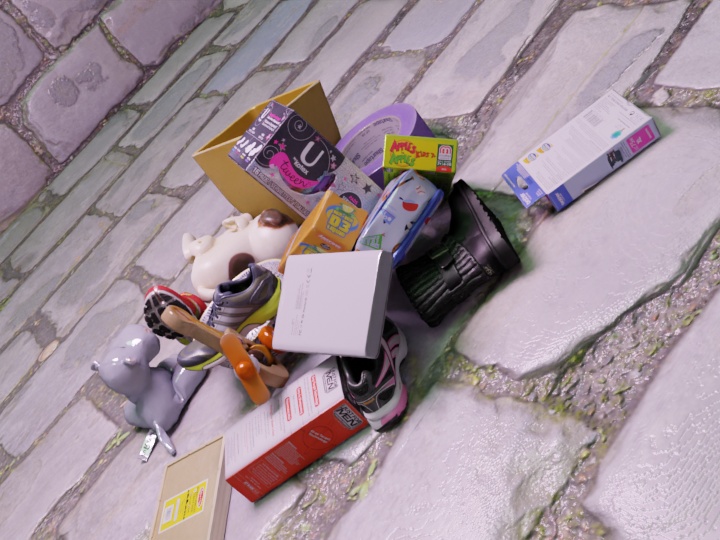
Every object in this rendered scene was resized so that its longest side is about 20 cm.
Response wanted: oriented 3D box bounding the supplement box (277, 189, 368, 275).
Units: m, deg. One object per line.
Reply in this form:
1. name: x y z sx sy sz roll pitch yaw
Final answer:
1. supplement box: -0.057 -0.039 1.272 0.069 0.066 0.200 -65 9 -26

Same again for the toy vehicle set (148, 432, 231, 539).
1. toy vehicle set: -0.237 0.332 1.254 0.123 0.027 0.201 -29 32 22

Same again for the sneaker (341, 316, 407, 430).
1. sneaker: 0.013 0.109 1.185 0.080 0.087 0.201 -33 30 12

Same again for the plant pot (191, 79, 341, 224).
1. plant pot: -0.141 -0.190 1.621 0.193 0.201 0.196 -11 27 42

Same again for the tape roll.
1. tape roll: 0.037 -0.188 1.541 0.199 0.085 0.201 -29 33 21

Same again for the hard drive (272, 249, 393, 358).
1. hard drive: -0.040 0.043 1.173 0.199 0.026 0.134 -2 76 50

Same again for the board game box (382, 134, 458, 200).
1. board game box: 0.085 -0.148 1.313 0.200 0.100 0.048 71 -155 -83

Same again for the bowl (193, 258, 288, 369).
1. bowl: -0.158 0.089 1.406 0.200 0.094 0.202 -30 31 21

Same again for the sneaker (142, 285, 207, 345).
1. sneaker: -0.297 0.069 1.485 0.076 0.200 0.086 -25 56 10

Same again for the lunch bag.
1. lunch bag: 0.037 -0.049 1.252 0.161 0.075 0.200 -57 2 -14

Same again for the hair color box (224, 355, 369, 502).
1. hair color box: -0.089 0.210 1.202 0.199 0.061 0.102 -36 30 13

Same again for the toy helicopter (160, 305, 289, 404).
1. toy helicopter: -0.181 0.108 1.219 0.079 0.199 0.132 -54 25 10

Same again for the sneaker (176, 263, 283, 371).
1. sneaker: -0.197 0.064 1.308 0.200 0.081 0.074 -42 30 1

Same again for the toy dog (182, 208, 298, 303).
1. toy dog: -0.199 -0.035 1.561 0.198 0.141 0.194 -27 13 5

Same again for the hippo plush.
1. hippo plush: -0.369 0.183 1.467 0.158 0.161 0.201 -18 38 35

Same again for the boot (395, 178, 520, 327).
1. boot: 0.120 -0.030 1.244 0.157 0.079 0.212 -37 28 13

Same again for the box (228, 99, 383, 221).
1. box: -0.079 -0.146 1.351 0.115 0.199 0.132 -51 27 1

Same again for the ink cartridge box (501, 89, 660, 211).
1. ink cartridge box: 0.298 -0.158 1.237 0.199 0.042 0.120 -35 31 8
